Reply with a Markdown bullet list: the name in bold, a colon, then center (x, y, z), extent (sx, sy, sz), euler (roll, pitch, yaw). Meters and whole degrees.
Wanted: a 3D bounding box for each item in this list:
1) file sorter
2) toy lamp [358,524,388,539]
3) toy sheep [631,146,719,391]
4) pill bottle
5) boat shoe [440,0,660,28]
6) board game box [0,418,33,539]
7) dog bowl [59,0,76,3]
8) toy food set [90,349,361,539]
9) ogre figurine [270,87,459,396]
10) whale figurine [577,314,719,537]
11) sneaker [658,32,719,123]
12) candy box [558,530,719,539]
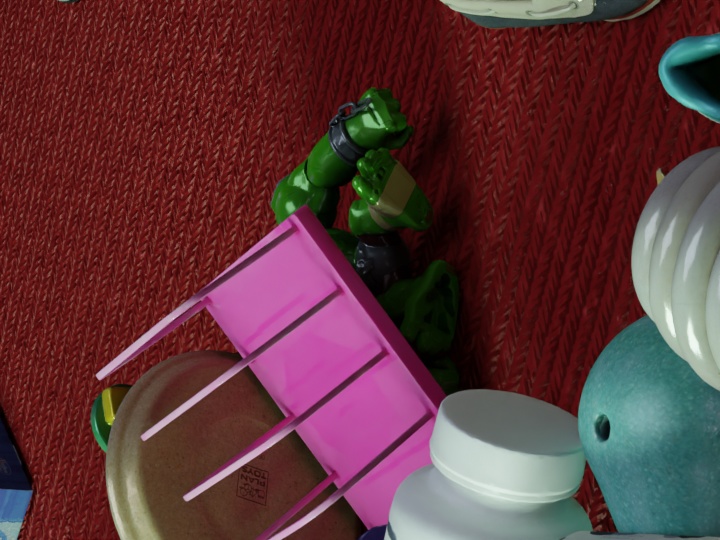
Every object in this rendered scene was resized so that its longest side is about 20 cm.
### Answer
- **file sorter**: center (-0.045, 0.094, 1.605), extent (0.200, 0.125, 0.139), euler (54, 143, 0)
- **toy lamp**: center (0.021, 0.224, 1.543), extent (0.201, 0.058, 0.058), euler (86, 164, -45)
- **toy sheep**: center (0.204, 0.002, 1.242), extent (0.200, 0.137, 0.139), euler (25, 107, 54)
- **pill bottle**: center (0.063, 0.172, 1.419), extent (0.111, 0.110, 0.201), euler (42, 126, 56)
- **boat shoe**: center (0.114, -0.179, 1.520), extent (0.200, 0.062, 0.072), euler (-7, 78, 60)
- **board game box**: center (-0.360, 0.211, 2.343), extent (0.200, 0.043, 0.200), euler (57, 133, 48)
- **dog bowl**: center (-0.269, -0.332, 2.236), extent (0.200, 0.073, 0.202), euler (-18, 69, 59)
- **toy food set**: center (-0.080, 0.142, 1.682), extent (0.049, 0.199, 0.199), euler (-32, 61, 47)
- **ogre figurine**: center (0.000, 0.000, 1.672), extent (0.120, 0.098, 0.201), euler (-20, 99, 46)
- **whale figurine**: center (0.163, 0.117, 1.336), extent (0.159, 0.103, 0.202), euler (-3, 84, 61)
- **sneaker**: center (0.221, -0.083, 1.290), extent (0.200, 0.079, 0.078), euler (16, 99, 60)
- **candy box**: center (0.154, 0.232, 1.298), extent (0.136, 0.061, 0.201), euler (-8, 103, 61)
